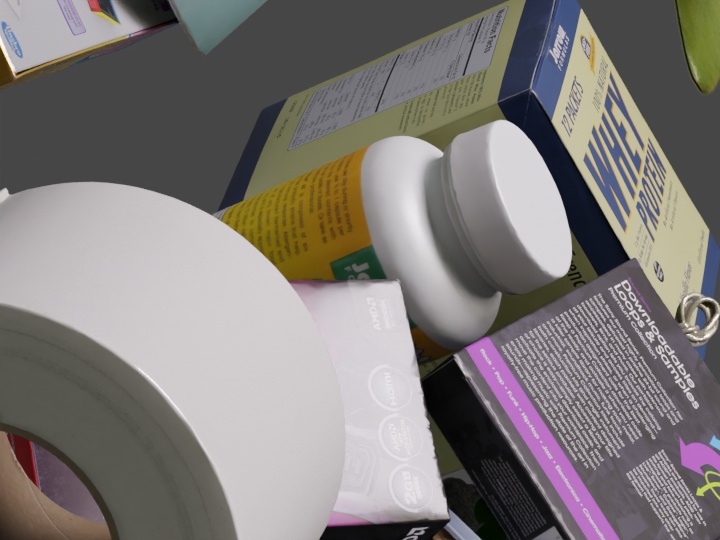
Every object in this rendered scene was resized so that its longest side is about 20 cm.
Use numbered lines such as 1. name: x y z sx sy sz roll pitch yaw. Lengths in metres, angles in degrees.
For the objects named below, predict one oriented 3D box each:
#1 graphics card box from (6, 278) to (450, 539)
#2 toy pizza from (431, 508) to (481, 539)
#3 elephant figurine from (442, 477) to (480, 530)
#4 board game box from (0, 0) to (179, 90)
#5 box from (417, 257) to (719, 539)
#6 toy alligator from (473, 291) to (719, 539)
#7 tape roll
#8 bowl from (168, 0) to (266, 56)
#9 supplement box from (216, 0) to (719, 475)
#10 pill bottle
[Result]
1. graphics card box: -0.066 0.069 1.339 0.199 0.051 0.126 1 63 -25
2. toy pizza: 0.065 0.173 1.443 0.200 0.032 0.200 47 -7 8
3. elephant figurine: 0.115 0.188 1.619 0.155 0.142 0.200 19 52 -8
4. board game box: -0.173 -0.171 1.468 0.153 0.040 0.200 67 23 -3
5. box: 0.121 0.082 1.447 0.143 0.036 0.200 57 35 6
6. toy alligator: 0.114 0.087 1.546 0.059 0.054 0.200 47 65 -2
7. tape roll: -0.119 0.081 1.158 0.203 0.202 0.139 63 24 -12
8. bowl: -0.078 -0.224 1.559 0.201 0.105 0.201 -23 90 -87
9. supplement box: 0.063 -0.017 1.641 0.200 0.199 0.134 57 26 -22
10. pill bottle: 0.000 0.000 1.488 0.113 0.200 0.113 47 30 -40
